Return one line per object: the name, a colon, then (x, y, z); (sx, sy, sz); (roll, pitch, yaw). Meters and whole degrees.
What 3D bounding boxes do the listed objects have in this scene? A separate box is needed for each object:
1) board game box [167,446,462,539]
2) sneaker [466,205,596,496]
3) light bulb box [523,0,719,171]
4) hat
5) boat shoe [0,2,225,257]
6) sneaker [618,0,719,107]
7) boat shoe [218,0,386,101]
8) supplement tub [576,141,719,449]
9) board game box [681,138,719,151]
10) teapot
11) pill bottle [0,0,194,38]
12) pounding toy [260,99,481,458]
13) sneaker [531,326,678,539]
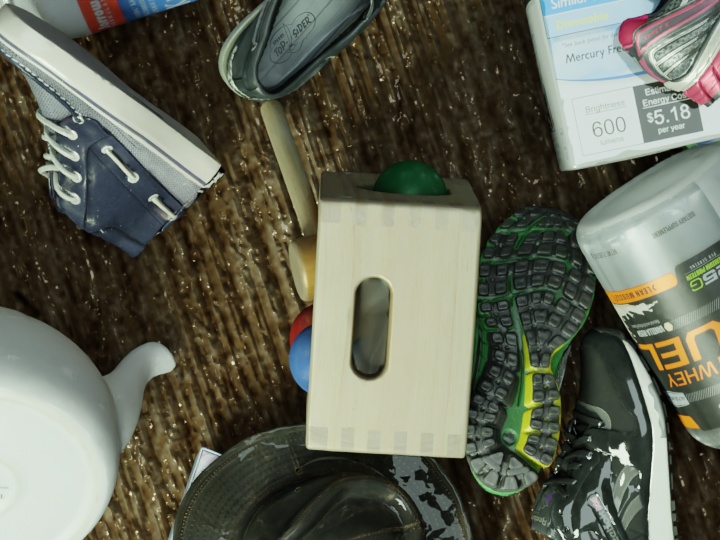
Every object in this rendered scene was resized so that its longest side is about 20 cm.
board game box: (-0.045, 0.243, 1.621); (0.200, 0.041, 0.200); (21, 77, -5)
sneaker: (0.102, 0.052, 1.632); (0.078, 0.085, 0.200); (15, 75, -1)
light bulb box: (0.204, -0.180, 1.573); (0.198, 0.125, 0.200); (-13, 91, 1)
hat: (-0.018, 0.181, 1.574); (0.200, 0.081, 0.201); (2, 79, -9)
boat shoe: (-0.181, -0.084, 1.593); (0.093, 0.075, 0.200); (-49, 127, 5)
sneaker: (0.228, -0.199, 1.471); (0.075, 0.081, 0.200); (30, 91, 1)
boat shoe: (-0.015, -0.190, 1.624); (0.199, 0.066, 0.075); (-44, 110, 1)
supplement tub: (0.236, 0.028, 1.598); (0.122, 0.123, 0.200); (-32, 98, 1)
board game box: (0.290, -0.158, 1.649); (0.200, 0.029, 0.135); (-25, 90, 1)
teapot: (-0.253, 0.093, 1.604); (0.197, 0.146, 0.200); (-38, 124, 20)
pill bottle: (-0.163, -0.216, 1.611); (0.200, 0.112, 0.112); (-18, 91, 2)
pounding toy: (0.000, 0.000, 1.590); (0.142, 0.184, 0.200); (3, 98, -1)
sneaker: (0.153, 0.139, 1.615); (0.087, 0.076, 0.200); (-10, 95, -15)
